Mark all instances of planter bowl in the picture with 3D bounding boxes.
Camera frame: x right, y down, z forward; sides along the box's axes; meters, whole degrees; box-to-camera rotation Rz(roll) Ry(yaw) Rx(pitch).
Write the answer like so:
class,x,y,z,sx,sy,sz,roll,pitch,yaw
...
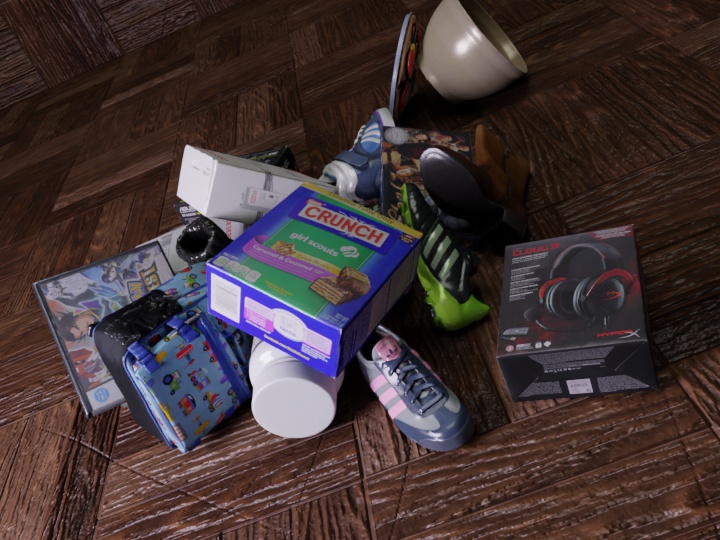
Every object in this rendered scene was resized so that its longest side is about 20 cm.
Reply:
class,x,y,z,sx,sy,sz,roll,pitch,yaw
planter bowl,0.188,-0.391,1.291,0.134,0.200,0.201,-39,26,29

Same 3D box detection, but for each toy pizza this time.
class,x,y,z,sx,sy,sz,roll,pitch,yaw
toy pizza,0.087,-0.375,1.325,0.031,0.202,0.201,11,42,5

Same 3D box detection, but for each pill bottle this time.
class,x,y,z,sx,sy,sz,roll,pitch,yaw
pill bottle,-0.074,0.094,0.857,0.112,0.114,0.201,-17,35,11

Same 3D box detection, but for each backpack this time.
class,x,y,z,sx,sy,sz,roll,pitch,yaw
backpack,-0.203,0.097,0.886,0.134,0.184,0.200,19,45,41

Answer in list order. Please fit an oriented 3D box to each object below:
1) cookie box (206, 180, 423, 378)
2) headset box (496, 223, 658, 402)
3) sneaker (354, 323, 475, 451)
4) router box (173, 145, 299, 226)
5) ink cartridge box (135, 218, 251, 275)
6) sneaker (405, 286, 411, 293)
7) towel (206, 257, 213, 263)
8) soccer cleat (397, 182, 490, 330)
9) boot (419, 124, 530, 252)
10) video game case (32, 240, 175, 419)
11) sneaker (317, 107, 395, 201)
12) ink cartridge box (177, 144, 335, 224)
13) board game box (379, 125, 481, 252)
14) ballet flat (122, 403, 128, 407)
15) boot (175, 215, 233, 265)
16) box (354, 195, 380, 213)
class,x,y,z,sx,sy,sz,roll,pitch,yaw
cookie box,-0.046,0.000,0.799,0.170,0.076,0.200,25,41,16
headset box,0.232,0.037,0.769,0.147,0.075,0.201,-9,37,24
sneaker,0.045,0.118,0.774,0.070,0.083,0.200,-34,35,-16
router box,-0.230,-0.155,1.334,0.198,0.063,0.151,-6,38,26
ink cartridge box,-0.262,-0.010,1.143,0.198,0.084,0.145,-23,33,4
sneaker,0.000,0.000,0.989,0.095,0.079,0.200,-47,33,5
towel,-0.079,-0.032,0.916,0.151,0.024,0.200,19,39,24
soccer cleat,0.101,-0.022,0.888,0.080,0.068,0.202,-15,70,-6
boot,0.166,-0.146,0.969,0.068,0.187,0.201,-43,20,41
video game case,-0.323,0.074,0.972,0.179,0.026,0.201,-22,73,-26
sneaker,-0.007,-0.184,1.141,0.145,0.081,0.201,-17,40,3
ink cartridge box,-0.161,-0.121,1.077,0.198,0.084,0.146,9,12,-33
board game box,0.095,-0.120,1.008,0.134,0.035,0.202,4,54,-5
ballet flat,-0.302,0.107,1.023,0.068,0.067,0.201,-11,44,46
boot,-0.147,-0.008,0.979,0.209,0.158,0.080,-6,49,39
box,0.069,-0.129,1.128,0.198,0.038,0.137,-22,34,5
